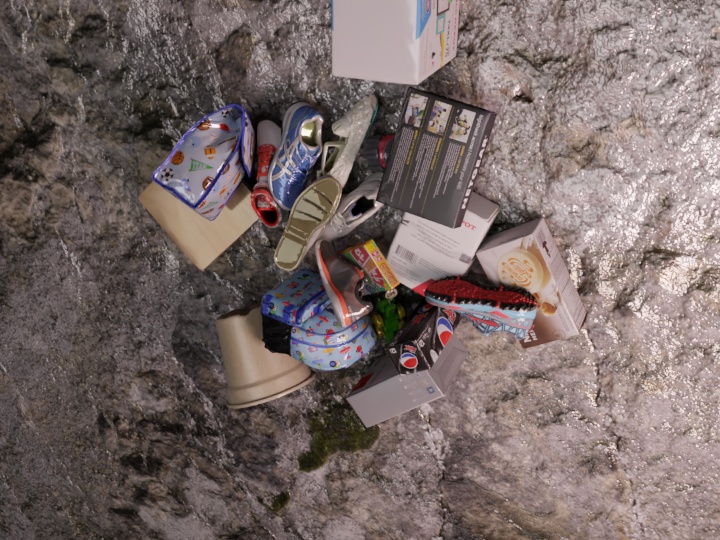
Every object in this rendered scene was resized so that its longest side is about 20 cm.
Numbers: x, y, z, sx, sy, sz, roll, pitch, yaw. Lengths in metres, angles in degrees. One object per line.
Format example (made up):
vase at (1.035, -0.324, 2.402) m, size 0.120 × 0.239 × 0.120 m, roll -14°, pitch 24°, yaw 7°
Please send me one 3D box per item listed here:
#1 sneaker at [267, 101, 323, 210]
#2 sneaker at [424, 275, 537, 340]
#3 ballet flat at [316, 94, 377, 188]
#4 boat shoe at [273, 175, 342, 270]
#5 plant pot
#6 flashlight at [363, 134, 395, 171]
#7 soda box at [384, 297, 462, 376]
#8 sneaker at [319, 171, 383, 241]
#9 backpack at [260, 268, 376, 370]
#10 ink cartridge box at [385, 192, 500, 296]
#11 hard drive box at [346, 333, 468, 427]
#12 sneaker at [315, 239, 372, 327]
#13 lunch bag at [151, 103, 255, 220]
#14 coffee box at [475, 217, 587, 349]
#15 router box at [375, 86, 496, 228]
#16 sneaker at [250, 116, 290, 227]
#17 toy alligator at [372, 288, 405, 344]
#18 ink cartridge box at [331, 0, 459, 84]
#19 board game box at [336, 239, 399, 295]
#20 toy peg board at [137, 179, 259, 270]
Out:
sneaker at (-0.117, -0.207, 1.518) m, size 0.077 × 0.075 × 0.201 m, roll 27°, pitch 111°, yaw 52°
sneaker at (0.204, 0.075, 1.442) m, size 0.199 × 0.079 × 0.096 m, roll 13°, pitch 126°, yaw 21°
ballet flat at (-0.030, -0.230, 1.498) m, size 0.072 × 0.072 × 0.201 m, roll 31°, pitch 124°, yaw 10°
boat shoe at (-0.099, -0.096, 1.545) m, size 0.075 × 0.068 × 0.200 m, roll 33°, pitch 109°, yaw -5°
plant pot at (-0.215, 0.166, 1.747) m, size 0.200 × 0.200 × 0.185 m, roll -14°, pitch 96°, yaw 32°
flashlight at (0.106, -0.210, 1.446) m, size 0.199 × 0.068 × 0.068 m, roll 2°, pitch 98°, yaw 30°
soda box at (0.122, 0.112, 1.525) m, size 0.071 × 0.200 × 0.064 m, roll -19°, pitch 106°, yaw 33°
sneaker at (-0.023, -0.111, 1.554) m, size 0.075 × 0.087 × 0.200 m, roll 48°, pitch 127°, yaw -6°
backpack at (-0.073, 0.100, 1.609) m, size 0.199 × 0.182 × 0.135 m, roll 21°, pitch 128°, yaw 35°
ink cartridge box at (0.143, -0.057, 1.499) m, size 0.144 × 0.084 × 0.201 m, roll 30°, pitch 126°, yaw 11°
hard drive box at (0.092, 0.207, 1.617) m, size 0.200 × 0.156 × 0.077 m, roll -31°, pitch 99°, yaw 34°
sneaker at (-0.029, 0.017, 1.541) m, size 0.081 × 0.201 × 0.077 m, roll -19°, pitch 144°, yaw -5°
lunch bag at (-0.265, -0.203, 1.525) m, size 0.124 × 0.170 × 0.200 m, roll 35°, pitch 86°, yaw 2°
coffee box at (0.304, 0.024, 1.462) m, size 0.114 × 0.080 × 0.201 m, roll -19°, pitch 105°, yaw 33°
router box at (0.124, -0.187, 1.380) m, size 0.149 × 0.051 × 0.201 m, roll 22°, pitch 105°, yaw 19°
sneaker at (-0.171, -0.183, 1.578) m, size 0.067 × 0.108 × 0.202 m, roll -1°, pitch 114°, yaw 27°
toy alligator at (0.050, 0.074, 1.609) m, size 0.054 × 0.059 × 0.200 m, roll 59°, pitch 164°, yaw 32°
ink cartridge box at (0.059, -0.392, 1.298) m, size 0.145 × 0.200 × 0.148 m, roll 11°, pitch 119°, yaw 20°
board game box at (0.000, 0.000, 1.577) m, size 0.096 × 0.030 × 0.200 m, roll 57°, pitch 159°, yaw -7°
toy peg board at (-0.308, -0.145, 1.692) m, size 0.199 × 0.098 × 0.200 m, roll -40°, pitch 94°, yaw 20°
